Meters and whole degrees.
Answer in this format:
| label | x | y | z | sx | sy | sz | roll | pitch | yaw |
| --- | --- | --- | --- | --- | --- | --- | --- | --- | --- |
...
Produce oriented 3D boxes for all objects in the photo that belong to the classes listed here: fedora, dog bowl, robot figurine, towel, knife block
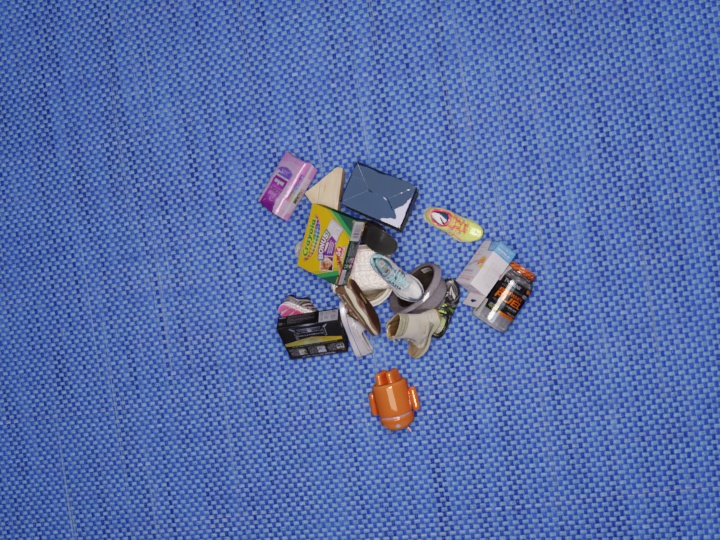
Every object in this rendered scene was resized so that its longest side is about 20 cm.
| label | x | y | z | sx | sy | sz | roll | pitch | yaw |
| --- | --- | --- | --- | --- | --- | --- | --- | --- | --- |
| fedora | 0.192 | 0.073 | 1.662 | 0.090 | 0.177 | 0.200 | 39 | 100 | -25 |
| dog bowl | 0.018 | 0.016 | 1.709 | 0.198 | 0.074 | 0.202 | 0 | 91 | 7 |
| robot figurine | 0.106 | 0.413 | 1.679 | 0.143 | 0.117 | 0.202 | -14 | 89 | -12 |
| towel | 0.000 | 0.000 | 1.658 | 0.198 | 0.034 | 0.134 | -5 | 91 | 7 |
| knife block | -0.089 | -0.207 | 1.725 | 0.200 | 0.064 | 0.176 | -38 | 87 | 6 |

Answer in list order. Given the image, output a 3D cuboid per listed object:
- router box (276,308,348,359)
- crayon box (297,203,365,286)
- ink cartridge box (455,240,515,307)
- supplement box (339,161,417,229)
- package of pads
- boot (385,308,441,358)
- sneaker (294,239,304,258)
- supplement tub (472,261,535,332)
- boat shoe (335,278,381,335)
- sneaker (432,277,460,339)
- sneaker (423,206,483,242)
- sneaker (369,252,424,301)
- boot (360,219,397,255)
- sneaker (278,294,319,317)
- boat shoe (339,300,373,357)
| label | x | y | z | sx | sy | sz | roll | pitch | yaw |
| --- | --- | --- | --- | --- | --- | --- | --- | --- | --- |
| router box | -0.149 | 0.204 | 1.698 | 0.198 | 0.052 | 0.158 | -9 | 131 | 7 |
| crayon box | -0.091 | -0.078 | 1.586 | 0.172 | 0.058 | 0.201 | 25 | 105 | 34 |
| ink cartridge box | 0.367 | 0.008 | 1.621 | 0.068 | 0.115 | 0.201 | 37 | 85 | -12 |
| supplement box | 0.063 | -0.220 | 1.636 | 0.199 | 0.200 | 0.135 | 24 | 94 | 7 |
| package of pads | -0.237 | -0.274 | 1.720 | 0.120 | 0.076 | 0.201 | 35 | 95 | 39 |
| boot | 0.145 | 0.198 | 1.631 | 0.154 | 0.072 | 0.201 | -2 | 133 | -27 |
| sneaker | -0.110 | -0.079 | 1.699 | 0.199 | 0.080 | 0.077 | -13 | 65 | 26 |
| supplement tub | 0.441 | 0.078 | 1.629 | 0.122 | 0.122 | 0.201 | 31 | 94 | 6 |
| boat shoe | -0.009 | 0.120 | 1.642 | 0.074 | 0.075 | 0.203 | -23 | 107 | 23 |
| sneaker | 0.266 | 0.122 | 1.672 | 0.070 | 0.083 | 0.201 | 18 | 91 | 7 |
| sneaker | 0.289 | -0.143 | 1.663 | 0.199 | 0.090 | 0.079 | 20 | 91 | 5 |
| sneaker | 0.099 | 0.023 | 1.573 | 0.200 | 0.086 | 0.078 | 39 | 97 | 15 |
| boot | 0.045 | -0.118 | 1.652 | 0.199 | 0.174 | 0.070 | 26 | 107 | 15 |
| sneaker | -0.167 | 0.134 | 1.733 | 0.199 | 0.088 | 0.074 | 23 | 127 | -13 |
| boat shoe | -0.012 | 0.181 | 1.704 | 0.065 | 0.074 | 0.201 | -17 | 112 | 8 |
